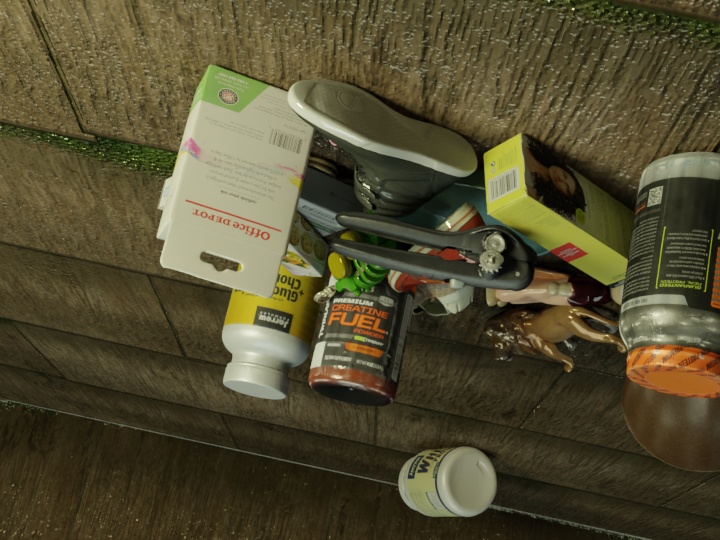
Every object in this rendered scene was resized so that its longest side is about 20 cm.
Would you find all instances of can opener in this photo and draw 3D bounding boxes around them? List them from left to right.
[{"bbox_3d":[0.068,-0.016,1.163,0.199,0.064,0.079,7,163,3],"label":"can opener"}]

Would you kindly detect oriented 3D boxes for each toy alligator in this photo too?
[{"bbox_3d":[0.000,0.000,1.340,0.059,0.054,0.200,-22,158,-32],"label":"toy alligator"}]

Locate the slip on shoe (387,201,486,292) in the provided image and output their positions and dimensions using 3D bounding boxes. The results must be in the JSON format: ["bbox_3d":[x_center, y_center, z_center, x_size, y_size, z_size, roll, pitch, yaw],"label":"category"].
[{"bbox_3d":[0.083,-0.010,1.292,0.061,0.074,0.200,49,154,0],"label":"slip on shoe"}]

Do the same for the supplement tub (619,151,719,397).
[{"bbox_3d":[0.302,0.005,1.112,0.122,0.201,0.123,12,162,4],"label":"supplement tub"}]

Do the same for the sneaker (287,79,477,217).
[{"bbox_3d":[0.003,-0.106,1.147,0.199,0.071,0.099,19,135,-29],"label":"sneaker"}]

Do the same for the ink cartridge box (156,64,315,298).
[{"bbox_3d":[-0.118,-0.075,1.154,0.117,0.201,0.067,18,161,-16],"label":"ink cartridge box"}]

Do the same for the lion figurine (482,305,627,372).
[{"bbox_3d":[0.255,0.071,1.581,0.122,0.073,0.200,33,142,-18],"label":"lion figurine"}]

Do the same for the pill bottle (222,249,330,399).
[{"bbox_3d":[-0.109,0.053,1.534,0.111,0.201,0.112,11,162,3],"label":"pill bottle"}]

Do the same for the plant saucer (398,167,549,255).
[{"bbox_3d":[0.115,-0.065,1.294,0.199,0.036,0.200,11,162,4],"label":"plant saucer"}]

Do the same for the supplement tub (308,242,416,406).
[{"bbox_3d":[0.007,0.052,1.451,0.106,0.201,0.107,10,162,3],"label":"supplement tub"}]

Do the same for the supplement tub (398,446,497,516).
[{"bbox_3d":[0.183,0.454,2.635,0.144,0.146,0.200,21,160,-24],"label":"supplement tub"}]

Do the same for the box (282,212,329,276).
[{"bbox_3d":[-0.087,-0.046,1.301,0.038,0.042,0.200,3,160,21],"label":"box"}]

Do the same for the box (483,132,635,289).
[{"bbox_3d":[0.202,-0.054,1.195,0.050,0.076,0.200,-26,142,36],"label":"box"}]

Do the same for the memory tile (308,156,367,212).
[{"bbox_3d":[-0.071,-0.084,1.396,0.199,0.017,0.153,-5,155,42],"label":"memory tile"}]

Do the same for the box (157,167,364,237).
[{"bbox_3d":[-0.111,-0.076,1.356,0.155,0.041,0.200,22,159,-28],"label":"box"}]

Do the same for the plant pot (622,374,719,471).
[{"bbox_3d":[0.398,0.104,1.428,0.186,0.188,0.200,7,147,17],"label":"plant pot"}]

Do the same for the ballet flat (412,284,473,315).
[{"bbox_3d":[0.102,0.019,1.494,0.067,0.068,0.200,61,161,-3],"label":"ballet flat"}]

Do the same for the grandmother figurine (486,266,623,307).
[{"bbox_3d":[0.249,0.021,1.440,0.199,0.061,0.121,0,-174,26],"label":"grandmother figurine"}]
